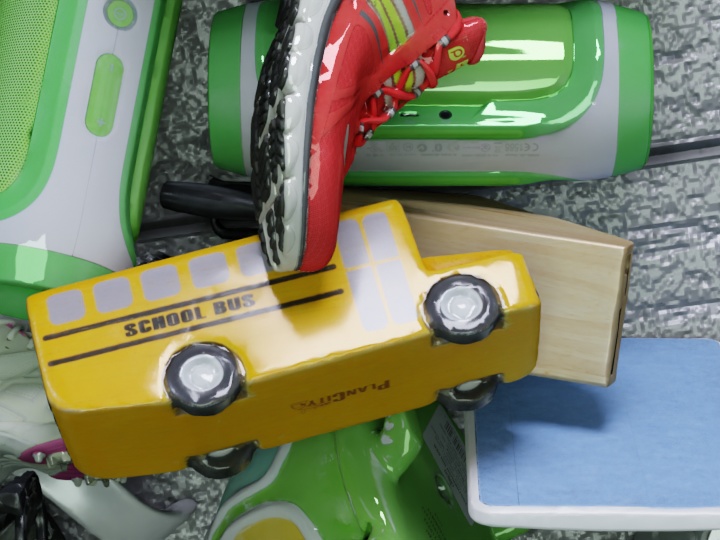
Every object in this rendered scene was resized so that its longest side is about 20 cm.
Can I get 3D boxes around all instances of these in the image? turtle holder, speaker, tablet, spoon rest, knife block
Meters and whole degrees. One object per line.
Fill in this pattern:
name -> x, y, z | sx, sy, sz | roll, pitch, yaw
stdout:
turtle holder -> 0.000, 0.132, 0.906 | 0.132, 0.186, 0.141 | -26, 127, 18
speaker -> 0.032, -0.083, 0.916 | 0.200, 0.088, 0.089 | 0, 99, 2
speaker -> -0.128, -0.081, 0.883 | 0.088, 0.088, 0.200 | 9, 75, 0
tablet -> 0.111, 0.069, 0.880 | 0.130, 0.200, 0.014 | 0, 109, 2
spoon rest -> -0.162, 0.062, 0.958 | 0.099, 0.061, 0.200 | -43, 96, 7
knife block -> 0.000, 0.000, 0.890 | 0.175, 0.200, 0.064 | 1, 101, -28

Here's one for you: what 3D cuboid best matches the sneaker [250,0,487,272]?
sneaker -> 0.008, -0.090, 0.801 | 0.085, 0.077, 0.200 | 16, 71, -9

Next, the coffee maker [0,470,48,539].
coffee maker -> -0.228, 0.181, 0.888 | 0.200, 0.135, 0.192 | 0, 94, 8

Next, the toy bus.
toy bus -> -0.030, 0.028, 0.815 | 0.200, 0.065, 0.078 | -15, 58, -6

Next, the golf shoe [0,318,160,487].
golf shoe -> -0.151, 0.055, 0.900 | 0.200, 0.075, 0.092 | -8, 70, 1

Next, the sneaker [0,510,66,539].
sneaker -> -0.163, 0.161, 0.960 | 0.200, 0.066, 0.091 | 34, 121, -2

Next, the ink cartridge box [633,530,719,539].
ink cartridge box -> 0.226, 0.174, 0.921 | 0.200, 0.147, 0.146 | 19, 99, -1
